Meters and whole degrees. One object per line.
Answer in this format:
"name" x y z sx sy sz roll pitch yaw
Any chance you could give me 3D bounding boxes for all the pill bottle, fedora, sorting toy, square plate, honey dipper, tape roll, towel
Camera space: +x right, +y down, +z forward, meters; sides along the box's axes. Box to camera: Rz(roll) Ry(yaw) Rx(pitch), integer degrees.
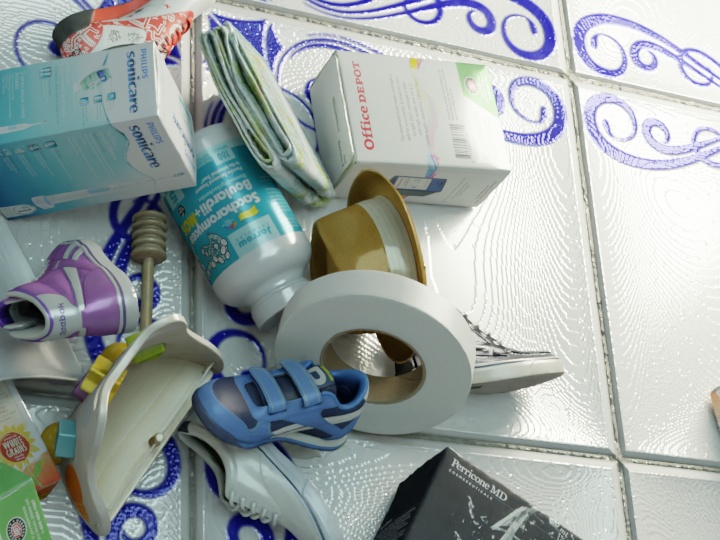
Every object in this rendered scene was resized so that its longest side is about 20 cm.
"pill bottle" -0.121 -0.041 1.591 0.110 0.111 0.201 -23 76 -33
"fedora" 0.000 0.000 1.589 0.081 0.201 0.203 -10 69 -21
"sorting toy" -0.209 0.113 1.407 0.106 0.180 0.201 34 65 1
"square plate" -0.347 0.021 1.434 0.199 0.028 0.200 61 13 12
"honey dipper" -0.211 0.037 1.553 0.038 0.038 0.202 8 63 -22
"tape roll" 0.014 0.083 1.538 0.201 0.203 0.037 26 45 -11
"towel" -0.098 -0.158 1.632 0.048 0.200 0.172 -29 77 6

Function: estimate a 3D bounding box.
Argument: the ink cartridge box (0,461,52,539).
"ink cartridge box" -0.351 0.270 1.290 0.199 0.084 0.148 -28 117 -34

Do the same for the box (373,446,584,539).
"box" 0.102 0.318 1.506 0.199 0.124 0.197 34 53 -6

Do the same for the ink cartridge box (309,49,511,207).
"ink cartridge box" 0.053 -0.158 1.755 0.198 0.088 0.147 3 63 -27

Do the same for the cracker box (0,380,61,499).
"cracker box" -0.376 0.134 1.406 0.133 0.058 0.201 -21 76 -35

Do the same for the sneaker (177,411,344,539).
"sneaker" -0.099 0.210 1.503 0.071 0.073 0.200 -37 75 -26

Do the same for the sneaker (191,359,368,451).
"sneaker" -0.073 0.120 1.481 0.199 0.082 0.074 5 44 -46

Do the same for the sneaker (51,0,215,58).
"sneaker" -0.221 -0.240 1.676 0.200 0.067 0.109 -24 77 -30

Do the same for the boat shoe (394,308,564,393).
"boat shoe" 0.124 0.081 1.669 0.198 0.075 0.094 -3 72 -27

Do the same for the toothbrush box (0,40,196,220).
"toothbrush box" -0.269 -0.131 1.495 0.198 0.147 0.086 -9 65 7

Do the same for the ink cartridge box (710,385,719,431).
"ink cartridge box" 0.502 0.223 1.808 0.161 0.050 0.202 -3 74 -28

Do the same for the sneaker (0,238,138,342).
"sneaker" -0.288 0.018 1.440 0.113 0.200 0.074 -10 103 -24
